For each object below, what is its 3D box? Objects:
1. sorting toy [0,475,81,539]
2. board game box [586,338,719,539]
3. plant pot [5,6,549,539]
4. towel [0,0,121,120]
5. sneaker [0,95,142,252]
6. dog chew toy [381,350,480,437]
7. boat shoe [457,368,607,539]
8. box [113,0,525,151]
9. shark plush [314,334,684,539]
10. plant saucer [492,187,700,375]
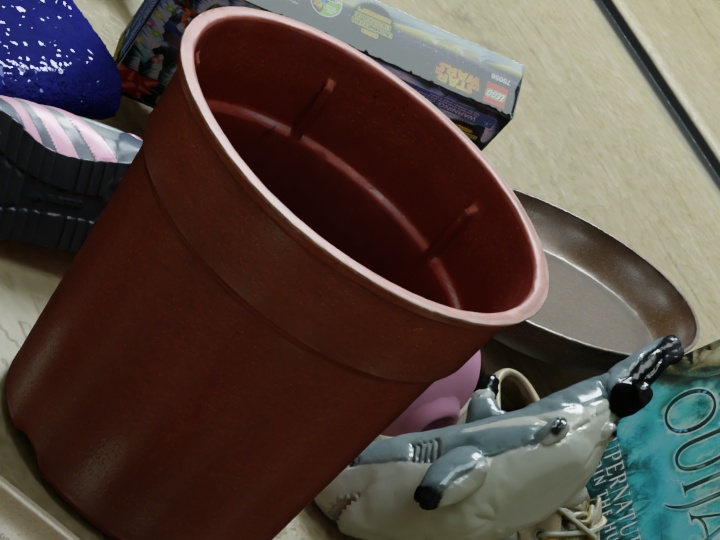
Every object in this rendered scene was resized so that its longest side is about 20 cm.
[{"bbox_3d":[-0.171,0.151,1.147,0.185,0.037,0.200,39,30,-2],"label":"sorting toy"},{"bbox_3d":[0.184,0.115,1.566,0.028,0.135,0.200,58,13,-32],"label":"board game box"},{"bbox_3d":[-0.050,0.020,1.328,0.200,0.195,0.201,31,26,-17],"label":"plant pot"},{"bbox_3d":[-0.227,-0.130,1.513,0.200,0.050,0.148,-3,51,-53],"label":"towel"},{"bbox_3d":[-0.177,-0.054,1.452,0.199,0.070,0.082,20,10,-34],"label":"sneaker"},{"bbox_3d":[0.000,0.000,1.527,0.124,0.125,0.201,7,48,-48],"label":"dog chew toy"},{"bbox_3d":[0.089,0.132,1.485,0.072,0.065,0.200,22,30,-32],"label":"boat shoe"},{"bbox_3d":[-0.027,-0.106,1.603,0.199,0.137,0.040,22,61,-12],"label":"box"},{"bbox_3d":[0.073,0.076,1.442,0.083,0.200,0.091,44,-13,42],"label":"shark plush"},{"bbox_3d":[0.103,0.006,1.710,0.199,0.032,0.200,23,22,-10],"label":"plant saucer"}]
